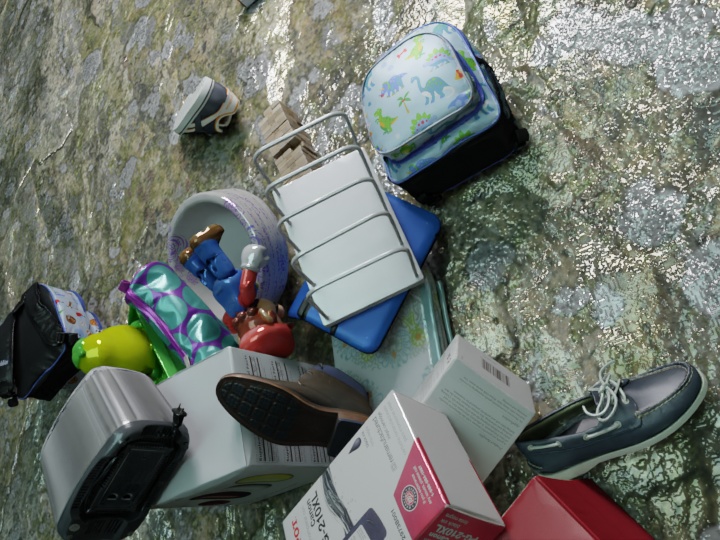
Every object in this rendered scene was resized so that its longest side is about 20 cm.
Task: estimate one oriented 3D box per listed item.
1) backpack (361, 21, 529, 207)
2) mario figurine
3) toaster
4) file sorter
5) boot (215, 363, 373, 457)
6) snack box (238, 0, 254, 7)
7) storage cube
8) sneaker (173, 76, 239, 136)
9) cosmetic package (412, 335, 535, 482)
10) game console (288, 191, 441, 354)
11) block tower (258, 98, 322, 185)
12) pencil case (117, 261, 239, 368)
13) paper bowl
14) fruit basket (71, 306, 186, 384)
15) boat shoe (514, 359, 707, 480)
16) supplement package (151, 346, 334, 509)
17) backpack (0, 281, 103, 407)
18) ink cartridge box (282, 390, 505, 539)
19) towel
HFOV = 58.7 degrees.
[{"bbox_3d":[0.091,-0.222,0.842,0.181,0.146,0.203,-30,58,22],"label":"backpack"},{"bbox_3d":[-0.155,0.034,0.881,0.105,0.123,0.201,-36,87,-12],"label":"mario figurine"},{"bbox_3d":[-0.290,0.205,0.752,0.129,0.113,0.202,40,101,38],"label":"toaster"},{"bbox_3d":[-0.029,-0.062,0.772,0.137,0.125,0.202,-25,70,3],"label":"file sorter"},{"bbox_3d":[-0.071,0.154,0.759,0.097,0.197,0.076,-89,25,-68],"label":"boot"},{"bbox_3d":[-0.173,-0.618,1.208,0.198,0.053,0.144,-29,62,25],"label":"snack box"},{"bbox_3d":[0.202,0.316,0.584,0.180,0.170,0.201,42,101,37],"label":"storage cube"},{"bbox_3d":[-0.286,-0.286,1.179,0.199,0.079,0.080,-5,64,60],"label":"sneaker"},{"bbox_3d":[0.093,0.190,0.715,0.107,0.085,0.201,35,106,2],"label":"cosmetic package"},{"bbox_3d":[0.000,0.000,0.875,0.169,0.118,0.202,26,80,17],"label":"game console"},{"bbox_3d":[-0.103,-0.180,1.024,0.054,0.058,0.202,-38,56,20],"label":"block tower"},{"bbox_3d":[-0.259,0.081,0.935,0.200,0.092,0.086,44,121,17],"label":"pencil case"},{"bbox_3d":[-0.194,-0.023,0.984,0.198,0.104,0.204,8,105,29],"label":"paper bowl"},{"bbox_3d":[-0.336,0.145,0.982,0.216,0.213,0.157,50,137,34],"label":"fruit basket"},{"bbox_3d":[0.251,0.146,0.657,0.199,0.062,0.075,-36,14,27],"label":"boat shoe"},{"bbox_3d":[-0.159,0.217,0.851,0.190,0.199,0.149,-28,61,26],"label":"supplement package"},{"bbox_3d":[-0.582,0.127,1.210,0.199,0.154,0.192,-39,65,12],"label":"backpack"},{"bbox_3d":[0.021,0.245,0.616,0.201,0.084,0.145,-53,32,16],"label":"ink cartridge box"},{"bbox_3d":[0.042,0.115,0.837,0.169,0.048,0.203,-22,64,31],"label":"towel"}]
